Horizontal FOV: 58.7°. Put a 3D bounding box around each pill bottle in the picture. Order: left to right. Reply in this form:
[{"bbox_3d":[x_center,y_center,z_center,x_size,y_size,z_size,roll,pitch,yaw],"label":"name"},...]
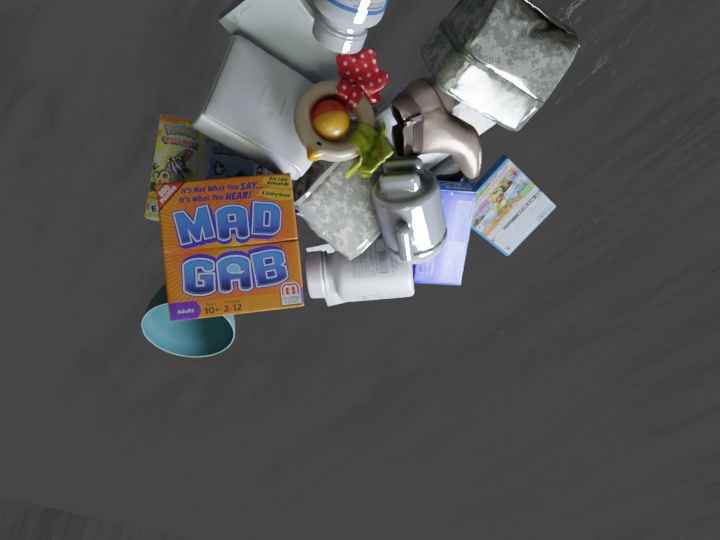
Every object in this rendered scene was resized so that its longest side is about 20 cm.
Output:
[{"bbox_3d":[-0.006,-0.419,0.905,0.111,0.113,0.201,11,138,-14],"label":"pill bottle"},{"bbox_3d":[0.000,0.000,1.220,0.198,0.115,0.115,-5,139,5],"label":"pill bottle"}]

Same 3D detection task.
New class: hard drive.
[{"bbox_3d":[-0.111,-0.365,1.026,0.131,0.026,0.200,-26,134,24],"label":"hard drive"}]

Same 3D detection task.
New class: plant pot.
[{"bbox_3d":[-0.375,0.082,1.433,0.198,0.136,0.201,-1,138,-1],"label":"plant pot"}]

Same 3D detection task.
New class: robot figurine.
[{"bbox_3d":[0.085,-0.093,1.081,0.112,0.170,0.201,0,133,20],"label":"robot figurine"}]

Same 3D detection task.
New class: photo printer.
[{"bbox_3d":[-0.147,-0.250,1.013,0.199,0.168,0.069,28,156,-27],"label":"photo printer"}]

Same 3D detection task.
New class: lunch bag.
[{"bbox_3d":[-0.021,-0.141,1.137,0.164,0.117,0.201,44,78,-32],"label":"lunch bag"},{"bbox_3d":[0.219,-0.337,0.985,0.199,0.140,0.168,22,127,-29],"label":"lunch bag"}]

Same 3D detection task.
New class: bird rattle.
[{"bbox_3d":[-0.024,-0.244,0.998,0.161,0.202,0.113,-11,180,-19],"label":"bird rattle"}]

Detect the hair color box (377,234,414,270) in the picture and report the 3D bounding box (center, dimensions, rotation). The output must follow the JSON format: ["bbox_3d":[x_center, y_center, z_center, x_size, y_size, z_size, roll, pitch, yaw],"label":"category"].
[{"bbox_3d":[0.013,-0.059,1.289,0.109,0.065,0.200,-34,112,18],"label":"hair color box"}]

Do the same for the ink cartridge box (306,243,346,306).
[{"bbox_3d":[-0.011,-0.012,1.409,0.174,0.045,0.201,-9,137,7],"label":"ink cartridge box"}]

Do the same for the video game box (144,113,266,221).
[{"bbox_3d":[-0.268,-0.166,1.138,0.198,0.184,0.047,9,177,-11],"label":"video game box"}]

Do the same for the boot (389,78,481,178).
[{"bbox_3d":[0.122,-0.224,1.074,0.145,0.070,0.202,-29,115,-23],"label":"boot"}]

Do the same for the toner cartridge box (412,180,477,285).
[{"bbox_3d":[0.156,-0.069,1.212,0.094,0.043,0.202,3,122,-4],"label":"toner cartridge box"}]

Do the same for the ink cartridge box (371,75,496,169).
[{"bbox_3d":[0.130,-0.275,1.136,0.199,0.050,0.161,-35,131,8],"label":"ink cartridge box"}]

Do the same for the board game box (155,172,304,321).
[{"bbox_3d":[-0.206,-0.039,1.030,0.198,0.202,0.200,-6,-177,-10],"label":"board game box"}]

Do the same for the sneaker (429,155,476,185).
[{"bbox_3d":[0.127,-0.145,1.243,0.199,0.076,0.114,-26,131,21],"label":"sneaker"}]

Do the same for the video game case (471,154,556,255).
[{"bbox_3d":[0.288,-0.123,1.267,0.143,0.018,0.199,-47,132,14],"label":"video game case"}]
